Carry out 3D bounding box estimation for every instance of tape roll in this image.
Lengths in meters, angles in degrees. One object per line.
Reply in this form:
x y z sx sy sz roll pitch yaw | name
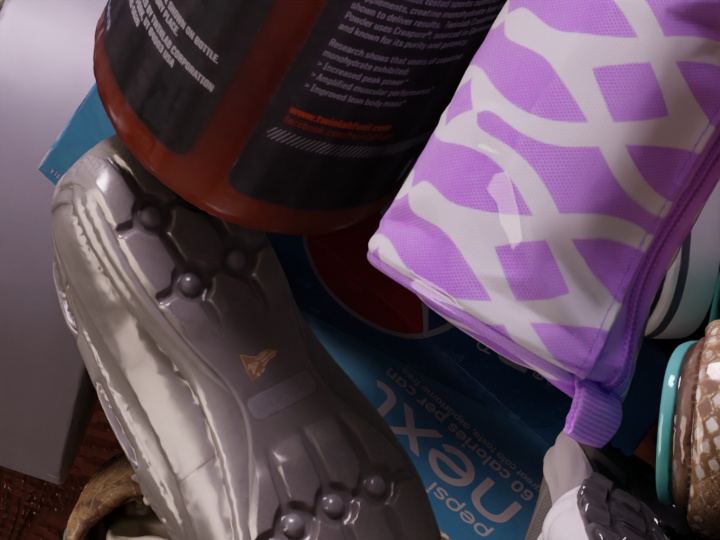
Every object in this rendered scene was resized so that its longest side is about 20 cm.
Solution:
-0.106 -0.029 1.069 0.200 0.066 0.201 -161 90 -89 | tape roll

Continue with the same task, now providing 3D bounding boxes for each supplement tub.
0.005 -0.107 0.818 0.200 0.106 0.107 -56 41 45 | supplement tub

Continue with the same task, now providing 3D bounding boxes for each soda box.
0.000 0.000 0.934 0.200 0.064 0.068 41 139 -1 | soda box

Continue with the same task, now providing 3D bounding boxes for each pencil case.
0.083 -0.061 0.763 0.085 0.084 0.201 35 98 29 | pencil case

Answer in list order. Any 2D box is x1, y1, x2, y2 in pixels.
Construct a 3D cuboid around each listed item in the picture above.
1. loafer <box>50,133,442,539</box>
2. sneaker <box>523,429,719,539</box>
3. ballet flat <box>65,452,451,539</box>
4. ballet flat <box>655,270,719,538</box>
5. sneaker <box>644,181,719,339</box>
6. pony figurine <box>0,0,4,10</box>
-0.033 0.053 0.884 0.201 0.070 0.070 65 151 8 | loafer
0.062 0.092 0.770 0.080 0.074 0.200 -57 -6 9 | sneaker
-0.013 0.106 1.017 0.065 0.199 0.071 -36 -53 -60 | ballet flat
0.118 0.035 0.789 0.200 0.065 0.071 -46 -40 -75 | ballet flat
0.067 -0.082 0.896 0.078 0.079 0.201 155 118 -72 | sneaker
-0.066 -0.151 1.214 0.193 0.166 0.201 -40 49 50 | pony figurine
